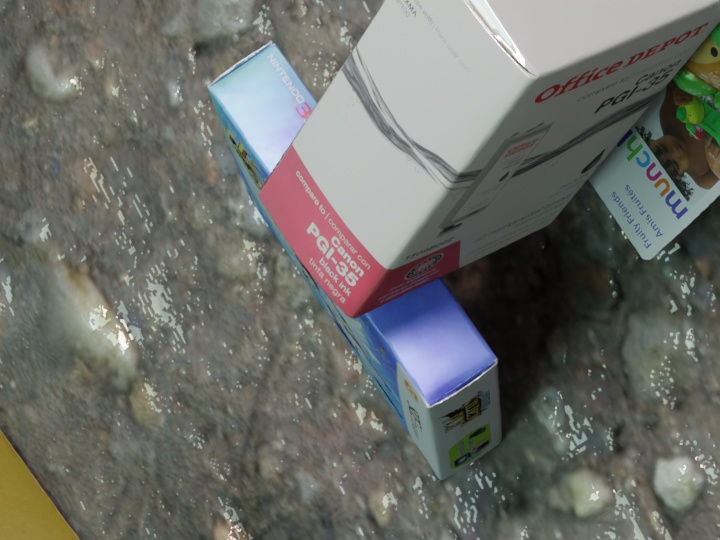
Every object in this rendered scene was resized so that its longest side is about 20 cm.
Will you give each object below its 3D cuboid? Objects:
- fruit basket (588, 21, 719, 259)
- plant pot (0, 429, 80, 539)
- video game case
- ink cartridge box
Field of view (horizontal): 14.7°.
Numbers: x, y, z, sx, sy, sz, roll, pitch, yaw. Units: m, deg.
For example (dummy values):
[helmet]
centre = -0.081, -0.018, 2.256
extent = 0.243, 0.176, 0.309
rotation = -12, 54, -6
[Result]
[fruit basket]
centre = 0.139, -0.131, 1.331
extent = 0.200, 0.094, 0.186
rotation = -44, 73, 35
[plant pot]
centre = -0.311, 0.208, 1.720
extent = 0.195, 0.200, 0.196
rotation = 51, 126, 18
[video game case]
centre = 0.000, 0.000, 1.438
extent = 0.045, 0.181, 0.200
rotation = -33, 75, -6
[ink cartridge box]
centre = 0.061, -0.082, 1.279
extent = 0.083, 0.146, 0.200
rotation = 54, 142, 14
